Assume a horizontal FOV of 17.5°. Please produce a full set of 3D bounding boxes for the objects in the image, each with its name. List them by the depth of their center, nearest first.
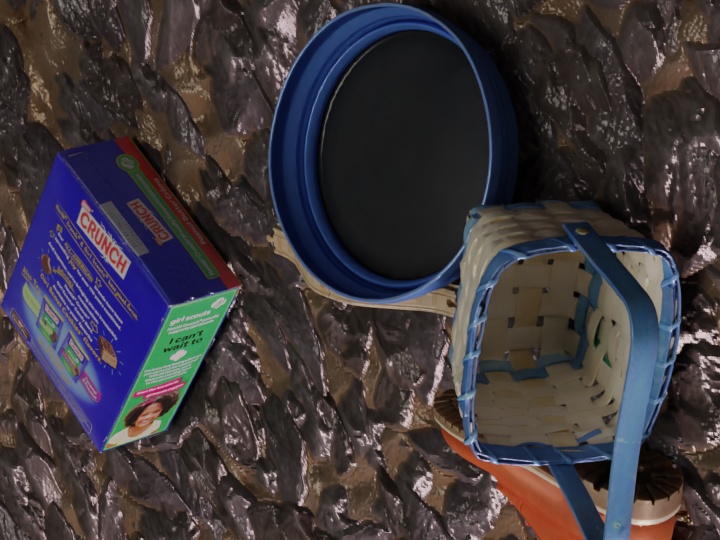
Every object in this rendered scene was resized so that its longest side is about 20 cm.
[{"bbox_3d":[0.131,0.050,1.435,0.200,0.139,0.176,-110,23,-56],"label":"basket"},{"bbox_3d":[0.022,-0.078,1.564,0.201,0.039,0.201,-1,88,42],"label":"bowl"},{"bbox_3d":[0.124,0.149,1.565,0.200,0.075,0.107,30,133,38],"label":"boot"},{"bbox_3d":[0.000,0.000,1.649,0.200,0.067,0.027,19,121,44],"label":"toy bridge"},{"bbox_3d":[-0.198,0.019,1.891,0.169,0.077,0.200,53,141,22],"label":"candy box"}]
